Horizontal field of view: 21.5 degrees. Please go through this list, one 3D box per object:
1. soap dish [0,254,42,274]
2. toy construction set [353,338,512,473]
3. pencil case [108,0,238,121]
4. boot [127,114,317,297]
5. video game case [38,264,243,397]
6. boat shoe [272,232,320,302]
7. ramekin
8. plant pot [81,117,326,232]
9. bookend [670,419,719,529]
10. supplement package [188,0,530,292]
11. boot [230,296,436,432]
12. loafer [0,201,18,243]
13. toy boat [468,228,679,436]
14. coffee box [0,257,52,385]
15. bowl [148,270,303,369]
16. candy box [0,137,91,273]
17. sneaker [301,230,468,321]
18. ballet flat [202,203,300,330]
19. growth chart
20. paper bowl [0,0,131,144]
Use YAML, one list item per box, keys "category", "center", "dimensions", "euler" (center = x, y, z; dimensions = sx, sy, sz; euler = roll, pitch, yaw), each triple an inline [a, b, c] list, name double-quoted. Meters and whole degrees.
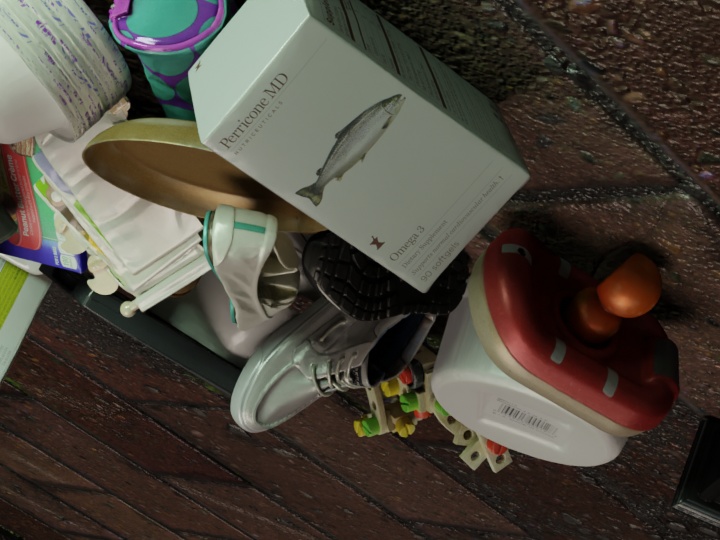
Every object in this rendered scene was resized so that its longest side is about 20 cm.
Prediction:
- category: "soap dish"
  center: [-0.322, -0.072, 1.816]
  dimensions: [0.157, 0.082, 0.200]
  euler: [32, 158, -22]
- category: "toy construction set"
  center: [0.058, 0.125, 1.821]
  dimensions: [0.200, 0.092, 0.132]
  euler: [19, 123, 47]
- category: "pencil case"
  center: [-0.122, -0.148, 1.404]
  dimensions: [0.092, 0.085, 0.200]
  euler: [16, 159, 16]
- category: "boot"
  center: [-0.110, -0.049, 1.581]
  dimensions: [0.199, 0.066, 0.176]
  euler: [7, 122, 39]
- category: "video game case"
  center: [-0.192, 0.055, 1.762]
  dimensions: [0.200, 0.026, 0.181]
  euler: [33, 177, -24]
- category: "boat shoe"
  center: [-0.071, -0.009, 1.719]
  dimensions: [0.073, 0.067, 0.200]
  euler: [12, 157, 30]
- category: "ramekin"
  center: [0.159, 0.093, 1.682]
  dimensions: [0.200, 0.098, 0.201]
  euler: [21, 160, 8]
- category: "plant pot"
  center: [-0.106, -0.072, 1.404]
  dimensions: [0.199, 0.028, 0.200]
  euler: [12, 168, 3]
- category: "bookend"
  center: [0.400, 0.183, 1.649]
  dimensions: [0.198, 0.092, 0.200]
  euler: [23, 159, 1]
- category: "supplement package"
  center: [-0.002, -0.100, 1.286]
  dimensions: [0.200, 0.117, 0.117]
  euler: [33, -159, -26]
- category: "boot"
  center: [-0.023, 0.080, 1.679]
  dimensions: [0.074, 0.200, 0.096]
  euler: [46, 176, -41]
- category: "loafer"
  center: [-0.319, -0.048, 1.578]
  dimensions: [0.072, 0.073, 0.201]
  euler: [16, 128, -6]
- category: "toy boat"
  center: [0.186, 0.033, 1.509]
  dimensions: [0.199, 0.131, 0.131]
  euler: [30, 129, -18]
- category: "coffee box"
  center: [-0.443, 0.008, 1.976]
  dimensions: [0.197, 0.201, 0.200]
  euler: [30, 158, -17]
- category: "bowl"
  center: [-0.118, 0.044, 1.797]
  dimensions: [0.200, 0.075, 0.200]
  euler: [30, 177, 36]
- category: "candy box"
  center: [-0.310, -0.105, 1.623]
  dimensions: [0.199, 0.077, 0.170]
  euler: [14, 124, 25]
- category: "sneaker"
  center: [0.000, 0.000, 1.585]
  dimensions: [0.087, 0.076, 0.200]
  euler: [15, -178, 37]
- category: "ballet flat"
  center: [-0.079, 0.002, 1.498]
  dimensions: [0.069, 0.070, 0.200]
  euler: [19, 163, 11]
- category: "growth chart"
  center: [-0.200, -0.059, 1.534]
  dimensions: [0.144, 0.018, 0.200]
  euler: [-20, 110, 33]
- category: "paper bowl"
  center: [-0.271, -0.173, 1.388]
  dimensions: [0.201, 0.104, 0.201]
  euler: [44, 168, 11]
